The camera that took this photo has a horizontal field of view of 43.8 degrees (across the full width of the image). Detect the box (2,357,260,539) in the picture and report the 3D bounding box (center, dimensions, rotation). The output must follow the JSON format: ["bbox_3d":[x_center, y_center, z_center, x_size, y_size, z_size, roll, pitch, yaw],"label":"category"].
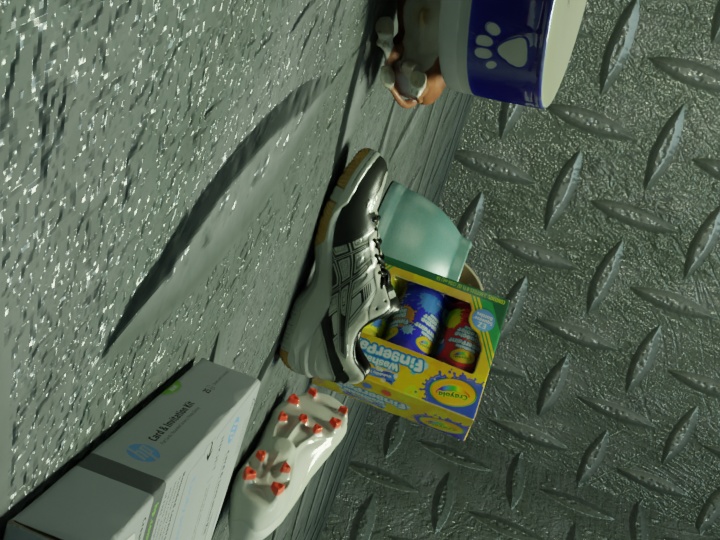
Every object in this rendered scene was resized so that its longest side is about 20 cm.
[{"bbox_3d":[-0.110,0.144,0.415,0.200,0.041,0.158,-46,155,-75],"label":"box"}]

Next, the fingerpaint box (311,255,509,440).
[{"bbox_3d":[0.061,0.086,1.080,0.074,0.197,0.168,99,13,-60],"label":"fingerpaint box"}]

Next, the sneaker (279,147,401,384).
[{"bbox_3d":[0.000,0.000,0.768,0.076,0.086,0.203,-36,144,-77],"label":"sneaker"}]

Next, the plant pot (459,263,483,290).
[{"bbox_3d":[0.118,0.075,1.799,0.185,0.199,0.201,-59,-179,33],"label":"plant pot"}]

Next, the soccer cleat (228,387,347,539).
[{"bbox_3d":[-0.070,0.177,0.830,0.078,0.069,0.200,-67,169,26],"label":"soccer cleat"}]

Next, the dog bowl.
[{"bbox_3d":[0.125,-0.227,0.670,0.200,0.078,0.203,16,90,-75],"label":"dog bowl"}]

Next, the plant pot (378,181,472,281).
[{"bbox_3d":[0.075,-0.006,1.248,0.200,0.132,0.203,20,90,-84],"label":"plant pot"}]

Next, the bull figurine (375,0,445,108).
[{"bbox_3d":[0.063,-0.228,0.716,0.121,0.064,0.203,-31,135,-70],"label":"bull figurine"}]
